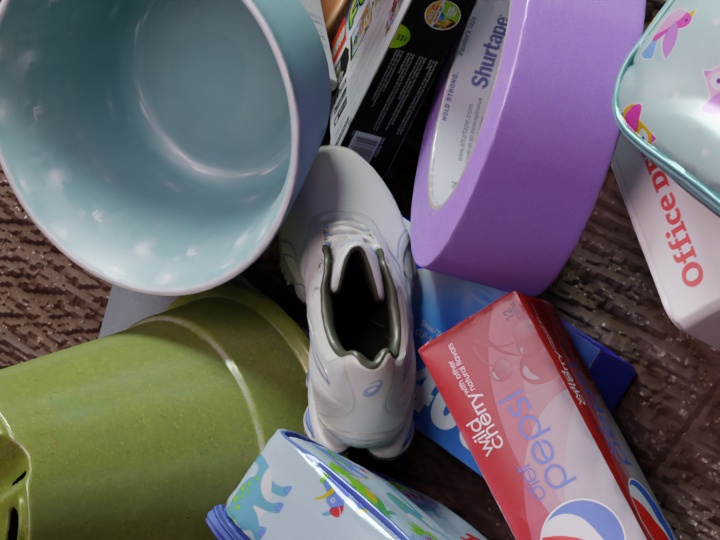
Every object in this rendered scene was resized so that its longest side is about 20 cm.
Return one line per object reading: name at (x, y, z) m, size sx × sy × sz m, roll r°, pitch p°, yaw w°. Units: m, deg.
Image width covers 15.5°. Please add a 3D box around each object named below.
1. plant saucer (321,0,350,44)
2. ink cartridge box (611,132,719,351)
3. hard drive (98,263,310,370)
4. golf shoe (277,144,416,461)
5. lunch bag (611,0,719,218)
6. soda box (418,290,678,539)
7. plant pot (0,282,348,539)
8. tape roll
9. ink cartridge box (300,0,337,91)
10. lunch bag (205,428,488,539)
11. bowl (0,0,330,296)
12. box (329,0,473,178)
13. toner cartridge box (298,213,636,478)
plant saucer at (-0.067, -0.194, 1.655) m, size 0.199 × 0.037 × 0.202 m, roll -14°, pitch 65°, yaw 32°
ink cartridge box at (0.238, -0.066, 1.351) m, size 0.199 × 0.084 × 0.146 m, roll -31°, pitch 57°, yaw 23°
hard drive at (-0.080, 0.063, 1.543) m, size 0.200 × 0.033 × 0.140 m, roll 38°, pitch 121°, yaw 39°
golf shoe at (0.000, 0.000, 1.423) m, size 0.078 × 0.097 × 0.201 m, roll -4°, pitch 55°, yaw -9°
lunch bag at (0.230, -0.107, 1.268) m, size 0.200 × 0.077 × 0.160 m, roll -52°, pitch 51°, yaw 7°
soda box at (0.108, 0.113, 1.353) m, size 0.063 × 0.070 × 0.201 m, roll -32°, pitch 74°, yaw 15°
plant pot at (-0.140, 0.114, 1.449) m, size 0.199 × 0.189 × 0.202 m, roll 7°, pitch 99°, yaw 47°
tape roll at (0.087, -0.090, 1.411) m, size 0.200 × 0.065 × 0.201 m, roll -165°, pitch 90°, yaw -80°
ink cartridge box at (-0.105, -0.169, 1.588) m, size 0.146 × 0.084 × 0.201 m, roll -32°, pitch 56°, yaw 33°
lunch bag at (0.021, 0.161, 1.353) m, size 0.161 × 0.200 × 0.083 m, roll 41°, pitch 94°, yaw 32°
bowl at (-0.096, -0.097, 1.443) m, size 0.200 × 0.105 × 0.202 m, roll 9°, pitch 111°, yaw 26°
box at (0.032, -0.162, 1.489) m, size 0.110 × 0.035 × 0.201 m, roll -91°, pitch 22°, yaw -46°
toner cartridge box at (0.052, 0.044, 1.476) m, size 0.200 × 0.043 × 0.095 m, roll 34°, pitch 94°, yaw 39°
